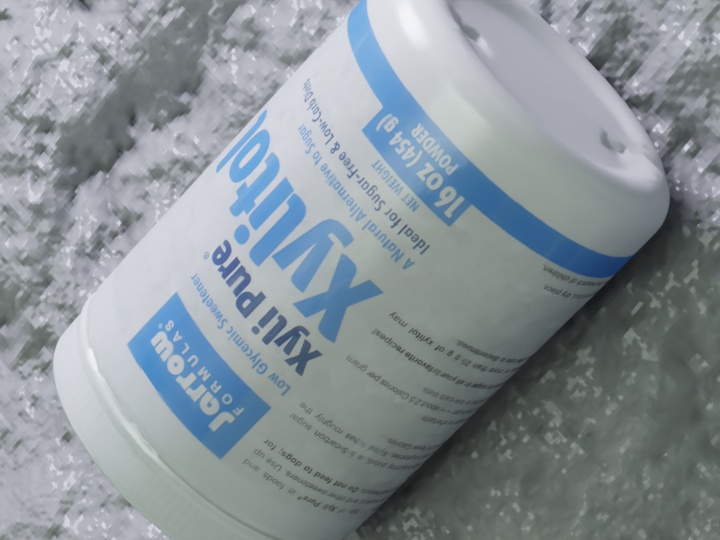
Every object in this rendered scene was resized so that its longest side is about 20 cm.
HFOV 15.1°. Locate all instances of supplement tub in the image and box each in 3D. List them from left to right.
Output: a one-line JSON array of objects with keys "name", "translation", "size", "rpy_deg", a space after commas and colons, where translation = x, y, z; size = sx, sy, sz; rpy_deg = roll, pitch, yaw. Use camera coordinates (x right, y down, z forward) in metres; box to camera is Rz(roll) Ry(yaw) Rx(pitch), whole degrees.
[{"name": "supplement tub", "translation": [0.000, 0.000, 0.966], "size": [0.200, 0.132, 0.132], "rpy_deg": [-46, 65, 20]}]
